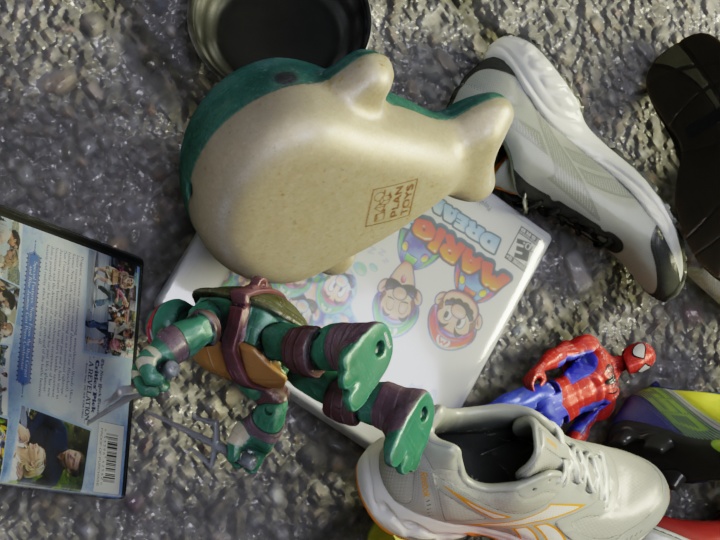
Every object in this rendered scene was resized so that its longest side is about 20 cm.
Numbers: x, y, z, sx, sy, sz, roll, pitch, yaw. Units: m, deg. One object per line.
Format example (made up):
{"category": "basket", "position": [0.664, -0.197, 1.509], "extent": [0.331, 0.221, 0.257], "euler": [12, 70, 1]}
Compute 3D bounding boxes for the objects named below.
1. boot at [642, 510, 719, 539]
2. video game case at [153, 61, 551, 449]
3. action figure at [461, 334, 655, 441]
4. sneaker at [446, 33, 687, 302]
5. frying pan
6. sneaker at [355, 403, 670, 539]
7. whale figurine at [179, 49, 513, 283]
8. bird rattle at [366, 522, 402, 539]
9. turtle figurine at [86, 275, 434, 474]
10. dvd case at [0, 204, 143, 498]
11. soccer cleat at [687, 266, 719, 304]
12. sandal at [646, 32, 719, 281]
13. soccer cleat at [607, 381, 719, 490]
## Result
{"category": "boot", "position": [0.258, 0.154, 1.053], "extent": [0.198, 0.072, 0.146], "euler": [20, 70, -17]}
{"category": "video game case", "position": [0.000, 0.000, 1.001], "extent": [0.199, 0.024, 0.183], "euler": [34, 73, -12]}
{"category": "action figure", "position": [0.111, 0.090, 1.007], "extent": [0.199, 0.052, 0.066], "euler": [-27, 101, -31]}
{"category": "sneaker", "position": [0.133, -0.055, 1.037], "extent": [0.079, 0.074, 0.200], "euler": [-42, 91, -10]}
{"category": "frying pan", "position": [-0.062, -0.185, 1.000], "extent": [0.114, 0.031, 0.192], "euler": [-15, 68, -12]}
{"category": "sneaker", "position": [0.103, 0.118, 0.912], "extent": [0.198, 0.092, 0.076], "euler": [7, 57, -26]}
{"category": "whale figurine", "position": [-0.011, -0.071, 0.937], "extent": [0.198, 0.160, 0.104], "euler": [-12, 47, -23]}
{"category": "bird rattle", "position": [0.057, 0.210, 0.902], "extent": [0.163, 0.199, 0.114], "euler": [34, 77, -45]}
{"category": "turtle figurine", "position": [-0.064, 0.054, 0.871], "extent": [0.149, 0.198, 0.102], "euler": [33, 68, -53]}
{"category": "dvd case", "position": [-0.180, 0.044, 0.862], "extent": [0.017, 0.200, 0.144], "euler": [-2, 78, 25]}
{"category": "soccer cleat", "position": [0.282, -0.065, 1.085], "extent": [0.086, 0.070, 0.202], "euler": [25, 75, -13]}
{"category": "sandal", "position": [0.237, -0.071, 1.045], "extent": [0.055, 0.081, 0.201], "euler": [45, 23, -43]}
{"category": "soccer cleat", "position": [0.248, 0.103, 0.993], "extent": [0.084, 0.199, 0.065], "euler": [-48, 129, -36]}
